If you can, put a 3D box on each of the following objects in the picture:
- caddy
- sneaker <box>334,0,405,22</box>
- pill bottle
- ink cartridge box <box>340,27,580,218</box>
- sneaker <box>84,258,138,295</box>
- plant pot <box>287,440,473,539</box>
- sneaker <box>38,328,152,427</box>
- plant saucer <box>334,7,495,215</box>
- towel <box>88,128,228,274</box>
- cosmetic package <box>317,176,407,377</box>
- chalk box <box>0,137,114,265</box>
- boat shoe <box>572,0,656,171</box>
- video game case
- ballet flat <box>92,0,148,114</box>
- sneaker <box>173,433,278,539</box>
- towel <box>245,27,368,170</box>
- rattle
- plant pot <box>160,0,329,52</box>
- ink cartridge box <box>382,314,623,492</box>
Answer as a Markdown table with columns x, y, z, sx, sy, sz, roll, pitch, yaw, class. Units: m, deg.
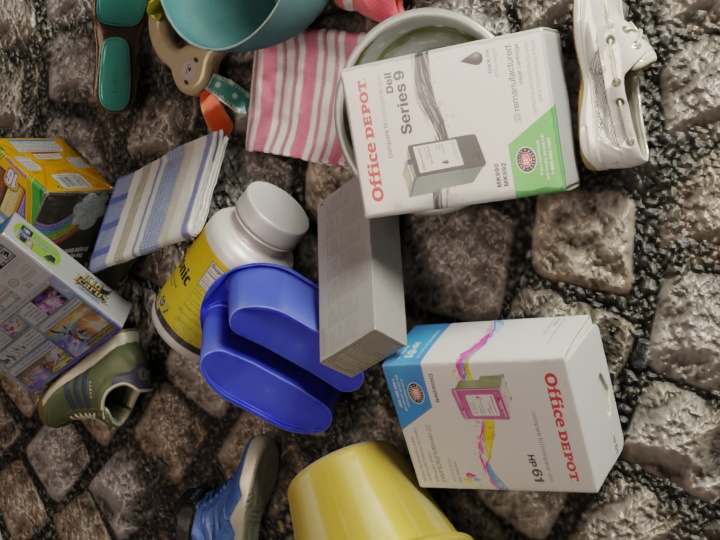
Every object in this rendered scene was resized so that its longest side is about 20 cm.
| x | y | z | sx | sy | sz | roll | pitch | yaw | class |
| --- | --- | --- | --- | --- | --- | --- | --- | --- | --- |
| -0.080 | 0.079 | 1.199 | 0.199 | 0.105 | 0.142 | 30 | 117 | -15 | caddy |
| 0.048 | -0.343 | 1.129 | 0.086 | 0.074 | 0.202 | 33 | 118 | 13 | sneaker |
| -0.143 | 0.001 | 1.262 | 0.112 | 0.111 | 0.201 | 49 | 118 | 19 | pill bottle |
| 0.093 | -0.134 | 1.046 | 0.197 | 0.084 | 0.148 | -8 | 96 | 22 | ink cartridge box |
| -0.328 | 0.037 | 1.425 | 0.199 | 0.067 | 0.090 | -36 | 93 | 24 | sneaker |
| 0.016 | 0.289 | 1.154 | 0.201 | 0.199 | 0.190 | -43 | 56 | 29 | plant pot |
| -0.335 | 0.165 | 1.426 | 0.200 | 0.067 | 0.091 | -41 | 68 | 27 | sneaker |
| 0.072 | -0.159 | 1.123 | 0.197 | 0.050 | 0.203 | 4 | 100 | 21 | plant saucer |
| -0.239 | -0.077 | 1.316 | 0.198 | 0.024 | 0.149 | -18 | 49 | 39 | towel |
| 0.000 | 0.000 | 1.143 | 0.082 | 0.050 | 0.202 | -31 | 46 | 35 | cosmetic package |
| -0.426 | -0.054 | 1.437 | 0.124 | 0.124 | 0.201 | 41 | 115 | 23 | chalk box |
| 0.235 | -0.193 | 1.014 | 0.069 | 0.071 | 0.203 | 2 | 105 | 32 | boat shoe |
| -0.408 | 0.045 | 1.361 | 0.199 | 0.046 | 0.181 | -32 | 118 | 32 | video game case |
| -0.290 | -0.293 | 1.354 | 0.072 | 0.067 | 0.203 | -124 | 39 | -70 | ballet flat |
| -0.168 | 0.272 | 1.330 | 0.110 | 0.077 | 0.203 | 21 | 113 | 20 | sneaker |
| -0.045 | -0.189 | 1.221 | 0.198 | 0.030 | 0.149 | 13 | 102 | 31 | towel |
| -0.205 | -0.257 | 1.262 | 0.128 | 0.143 | 0.203 | -9 | 85 | 15 | rattle |
| -0.099 | -0.323 | 1.173 | 0.198 | 0.134 | 0.203 | 0 | 91 | 38 | plant pot |
| 0.138 | 0.130 | 1.083 | 0.198 | 0.085 | 0.146 | -6 | 111 | 33 | ink cartridge box |
